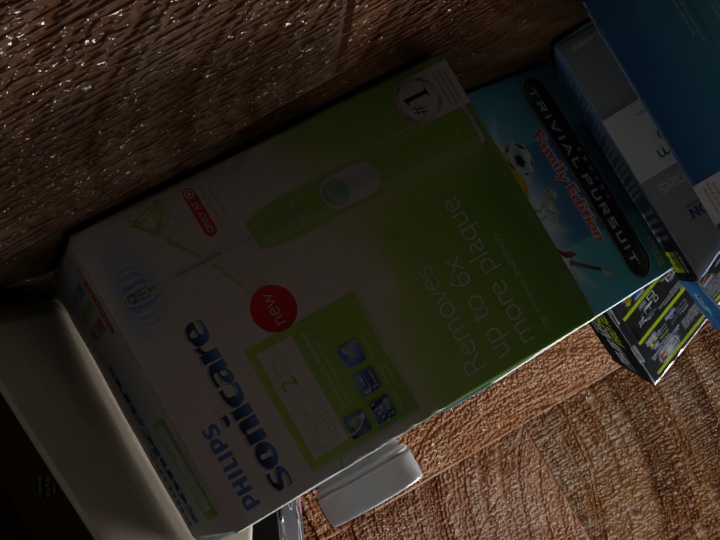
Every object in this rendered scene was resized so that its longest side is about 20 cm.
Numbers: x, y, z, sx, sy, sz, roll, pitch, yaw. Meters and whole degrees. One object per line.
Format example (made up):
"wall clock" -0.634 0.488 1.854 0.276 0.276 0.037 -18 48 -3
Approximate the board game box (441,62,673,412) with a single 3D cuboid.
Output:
"board game box" 0.080 -0.027 0.884 0.200 0.151 0.047 -27 174 -46

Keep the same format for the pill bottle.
"pill bottle" -0.036 0.094 1.198 0.111 0.200 0.111 -30 176 -2

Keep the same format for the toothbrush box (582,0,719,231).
"toothbrush box" 0.242 -0.131 0.797 0.200 0.146 0.085 -32 176 17

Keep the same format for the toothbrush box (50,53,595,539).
"toothbrush box" -0.018 0.013 0.705 0.200 0.146 0.086 -28 176 -20

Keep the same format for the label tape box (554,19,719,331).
"label tape box" 0.196 -0.061 0.937 0.066 0.200 0.143 -33 176 7

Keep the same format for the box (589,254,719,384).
"box" 0.232 -0.037 1.090 0.200 0.044 0.160 -50 141 -7

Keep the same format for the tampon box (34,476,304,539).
"tampon box" -0.138 0.177 0.948 0.200 0.126 0.150 -7 149 1

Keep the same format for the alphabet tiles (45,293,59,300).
"alphabet tiles" -0.120 0.001 0.834 0.200 0.006 0.166 -31 176 12

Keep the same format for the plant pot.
"plant pot" -0.168 0.123 0.752 0.200 0.200 0.177 -30 -174 23
